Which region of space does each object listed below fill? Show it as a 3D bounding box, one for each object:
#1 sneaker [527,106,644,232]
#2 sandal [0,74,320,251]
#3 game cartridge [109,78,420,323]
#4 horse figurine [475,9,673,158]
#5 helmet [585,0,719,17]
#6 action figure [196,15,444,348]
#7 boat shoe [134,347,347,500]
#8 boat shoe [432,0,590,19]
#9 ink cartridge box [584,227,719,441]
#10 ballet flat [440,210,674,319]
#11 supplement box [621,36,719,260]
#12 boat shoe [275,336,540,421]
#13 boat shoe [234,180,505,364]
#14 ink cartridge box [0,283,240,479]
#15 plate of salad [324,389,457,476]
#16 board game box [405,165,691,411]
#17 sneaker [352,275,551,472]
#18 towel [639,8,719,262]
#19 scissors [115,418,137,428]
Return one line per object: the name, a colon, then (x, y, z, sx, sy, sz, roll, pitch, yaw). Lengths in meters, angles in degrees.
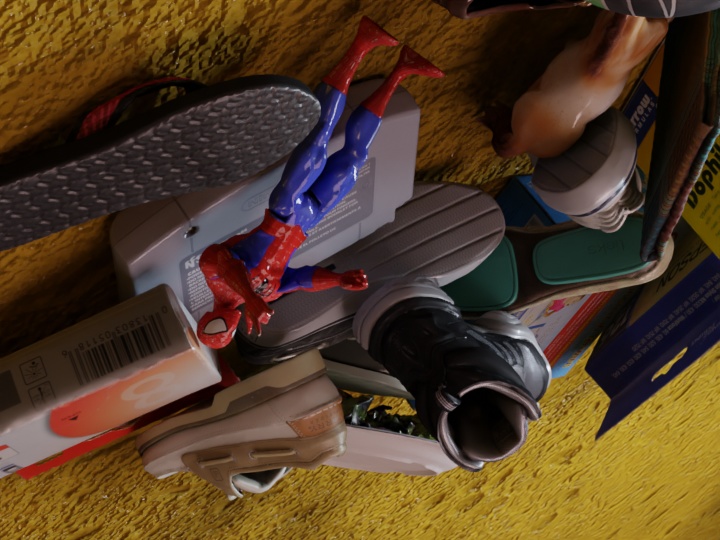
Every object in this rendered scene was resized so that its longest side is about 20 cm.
sneaker: (0.153, -0.061, 1.149, 0.073, 0.071, 0.200, -40, -171, 11)
sandal: (-0.119, -0.067, 0.931, 0.199, 0.045, 0.075, -19, 148, -6)
game cartridge: (-0.056, -0.036, 1.068, 0.200, 0.041, 0.133, -29, 158, -18)
horse figurine: (0.137, -0.123, 1.090, 0.200, 0.050, 0.133, -45, -175, 38)
helmet: (0.138, -0.210, 0.828, 0.200, 0.191, 0.200, -31, 155, -16)
action figure: (-0.019, -0.029, 0.979, 0.065, 0.099, 0.200, 28, 101, -42)
boat shoe: (-0.079, 0.110, 1.144, 0.075, 0.069, 0.200, -24, 177, -36)
boat shoe: (0.103, -0.172, 1.000, 0.200, 0.070, 0.070, -18, 146, -40)
ink cartridge box: (0.251, 0.012, 1.416, 0.200, 0.047, 0.198, -55, -177, -39)
ballet flat: (0.116, 0.001, 1.239, 0.199, 0.068, 0.062, -4, 169, 15)
supplement box: (0.291, -0.075, 1.265, 0.109, 0.200, 0.110, -19, 150, -35)
boat shoe: (0.036, 0.062, 1.275, 0.201, 0.060, 0.072, 13, 171, -19)
boat shoe: (0.000, 0.000, 1.178, 0.200, 0.072, 0.071, -21, 163, -22)
ink cartridge box: (-0.157, 0.089, 1.081, 0.162, 0.050, 0.200, -25, 157, 0)
plate of salad: (-0.011, 0.110, 1.269, 0.200, 0.200, 0.048, 31, 66, -64)
board game box: (0.139, 0.011, 1.388, 0.196, 0.056, 0.200, -8, 142, -48)
sneaker: (0.079, 0.080, 1.162, 0.075, 0.114, 0.200, -44, 143, 14)
towel: (0.208, -0.123, 1.123, 0.022, 0.200, 0.147, 12, 147, 0)
scissors: (-0.114, 0.039, 1.146, 0.200, 0.014, 0.073, -45, 154, 19)
